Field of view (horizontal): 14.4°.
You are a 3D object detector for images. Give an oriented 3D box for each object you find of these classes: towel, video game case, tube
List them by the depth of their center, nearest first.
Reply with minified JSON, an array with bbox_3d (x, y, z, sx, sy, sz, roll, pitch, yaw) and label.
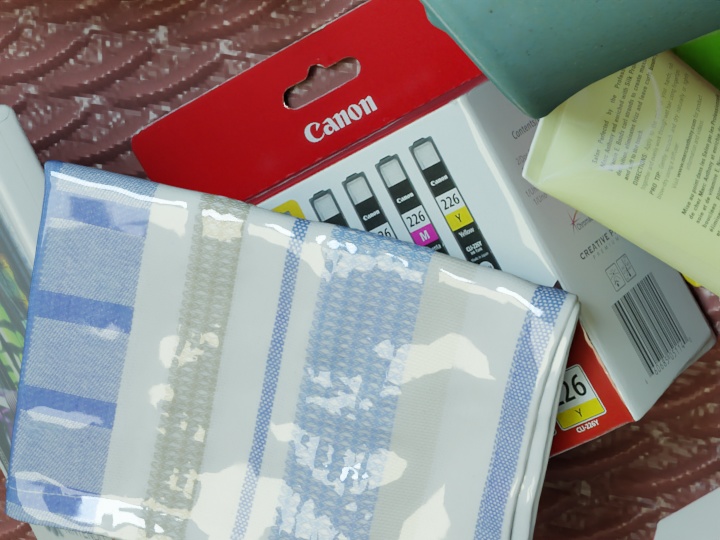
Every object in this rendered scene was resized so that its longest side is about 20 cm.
[{"bbox_3d":[0.137,-0.013,0.952,0.200,0.058,0.052,33,108,-26],"label":"tube"},{"bbox_3d":[-0.028,0.050,1.011,0.199,0.024,0.147,15,115,8],"label":"towel"},{"bbox_3d":[-0.131,0.031,1.124,0.182,0.023,0.201,0,118,64],"label":"video game case"}]

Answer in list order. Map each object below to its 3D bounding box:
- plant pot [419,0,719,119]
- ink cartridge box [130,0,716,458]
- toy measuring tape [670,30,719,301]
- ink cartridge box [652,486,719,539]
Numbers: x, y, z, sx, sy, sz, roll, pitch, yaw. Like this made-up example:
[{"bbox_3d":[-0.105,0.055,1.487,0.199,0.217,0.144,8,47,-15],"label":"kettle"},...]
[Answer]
[{"bbox_3d":[0.080,-0.153,0.856,0.188,0.200,0.200,-41,87,6],"label":"plant pot"},{"bbox_3d":[0.000,0.000,1.069,0.200,0.084,0.176,-27,95,34],"label":"ink cartridge box"},{"bbox_3d":[0.121,-0.018,1.010,0.073,0.074,0.201,1,116,28],"label":"toy measuring tape"},{"bbox_3d":[0.210,0.145,0.978,0.145,0.085,0.200,-34,109,34],"label":"ink cartridge box"}]
